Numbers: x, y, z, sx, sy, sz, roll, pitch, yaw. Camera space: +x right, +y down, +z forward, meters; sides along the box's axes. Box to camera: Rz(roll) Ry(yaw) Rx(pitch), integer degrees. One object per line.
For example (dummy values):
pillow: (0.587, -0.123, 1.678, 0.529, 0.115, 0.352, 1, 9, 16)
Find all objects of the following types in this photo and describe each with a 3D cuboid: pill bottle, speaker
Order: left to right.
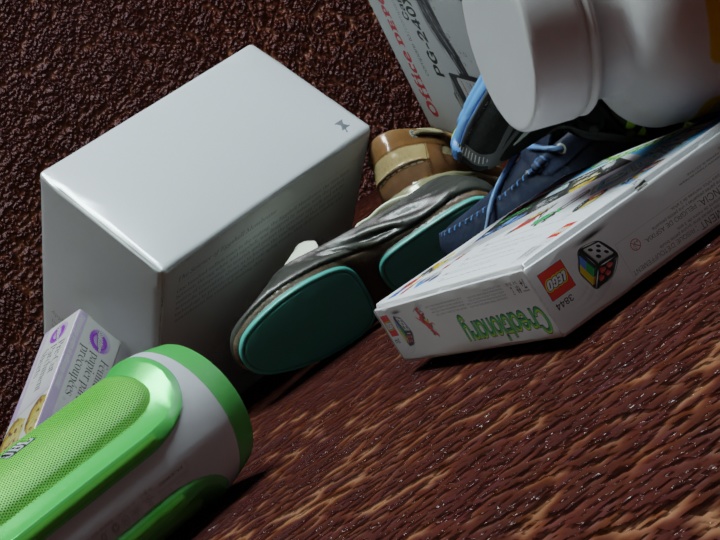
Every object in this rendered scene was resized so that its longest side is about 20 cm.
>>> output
speaker: (-0.141, 0.115, 0.758, 0.200, 0.089, 0.088, -38, 6, -39)
pill bottle: (0.148, -0.123, 0.680, 0.199, 0.112, 0.111, -18, 1, -11)

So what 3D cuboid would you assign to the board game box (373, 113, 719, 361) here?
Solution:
board game box: (0.090, -0.012, 0.721, 0.126, 0.035, 0.200, -34, 4, -16)

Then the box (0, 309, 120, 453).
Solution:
box: (-0.195, 0.110, 1.010, 0.041, 0.039, 0.201, -30, 31, 32)

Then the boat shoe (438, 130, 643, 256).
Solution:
boat shoe: (0.122, -0.072, 0.918, 0.200, 0.069, 0.084, -33, 4, 19)

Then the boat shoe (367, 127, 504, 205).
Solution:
boat shoe: (0.060, -0.071, 1.187, 0.075, 0.074, 0.200, -30, -9, 16)

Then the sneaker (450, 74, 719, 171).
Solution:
sneaker: (0.137, -0.092, 0.798, 0.199, 0.083, 0.071, -19, -20, -13)

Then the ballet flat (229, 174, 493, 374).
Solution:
ballet flat: (0.000, 0.000, 1.059, 0.199, 0.068, 0.068, -28, 33, -9)

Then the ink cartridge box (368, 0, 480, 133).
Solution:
ink cartridge box: (0.096, -0.151, 1.041, 0.083, 0.146, 0.200, -38, 29, -17)

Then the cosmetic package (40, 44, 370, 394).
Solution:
cosmetic package: (-0.111, -0.015, 1.149, 0.199, 0.123, 0.200, -37, -26, -35)
